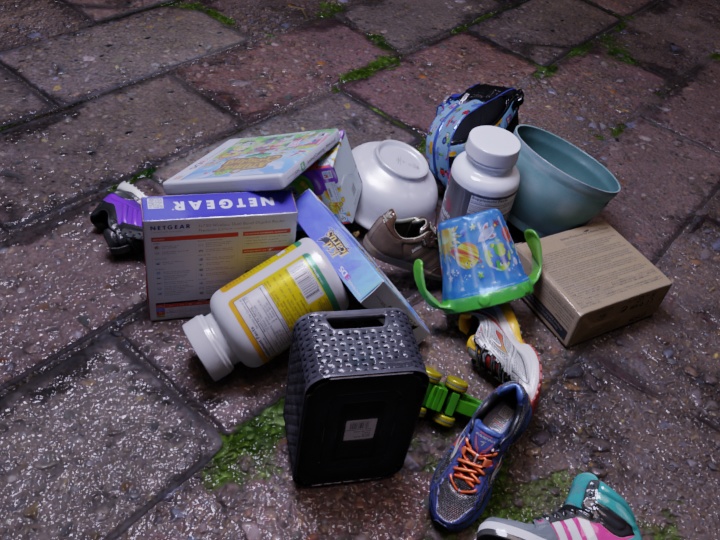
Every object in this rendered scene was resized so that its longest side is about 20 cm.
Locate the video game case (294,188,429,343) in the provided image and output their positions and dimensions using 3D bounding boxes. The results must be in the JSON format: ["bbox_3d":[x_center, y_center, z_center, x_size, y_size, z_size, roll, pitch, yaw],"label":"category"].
[{"bbox_3d":[0.000,0.000,1.017,0.045,0.181,0.200,-41,55,3],"label":"video game case"}]

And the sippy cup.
[{"bbox_3d":[0.171,-0.017,1.060,0.138,0.132,0.177,-14,1,38],"label":"sippy cup"}]

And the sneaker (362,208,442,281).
[{"bbox_3d":[0.100,-0.038,1.108,0.198,0.076,0.071,11,37,-37],"label":"sneaker"}]

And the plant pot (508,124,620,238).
[{"bbox_3d":[0.316,-0.136,1.237,0.198,0.135,0.201,22,29,-13],"label":"plant pot"}]

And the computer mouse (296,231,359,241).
[{"bbox_3d":[-0.057,-0.098,1.200,0.139,0.046,0.200,22,43,14],"label":"computer mouse"}]

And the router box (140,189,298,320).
[{"bbox_3d":[-0.190,-0.019,0.987,0.197,0.181,0.049,-4,44,-17],"label":"router box"}]

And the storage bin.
[{"bbox_3d":[-0.011,0.148,0.830,0.133,0.202,0.094,-2,44,-14],"label":"storage bin"}]

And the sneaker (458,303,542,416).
[{"bbox_3d":[0.190,0.124,1.004,0.081,0.079,0.201,-4,35,-11],"label":"sneaker"}]

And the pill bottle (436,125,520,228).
[{"bbox_3d":[0.191,-0.123,1.166,0.109,0.202,0.111,6,41,-5],"label":"pill bottle"}]

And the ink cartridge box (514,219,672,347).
[{"bbox_3d":[0.355,0.015,1.148,0.198,0.076,0.165,-15,47,-25],"label":"ink cartridge box"}]

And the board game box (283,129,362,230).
[{"bbox_3d":[-0.110,-0.130,1.123,0.197,0.104,0.106,-8,39,17],"label":"board game box"}]

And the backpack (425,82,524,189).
[{"bbox_3d":[0.188,-0.219,1.288,0.134,0.185,0.199,23,45,39],"label":"backpack"}]

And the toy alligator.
[{"bbox_3d":[0.120,0.169,0.952,0.198,0.060,0.054,21,5,-14],"label":"toy alligator"}]

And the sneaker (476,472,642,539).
[{"bbox_3d":[0.231,0.284,0.823,0.198,0.084,0.122,20,47,-3],"label":"sneaker"}]

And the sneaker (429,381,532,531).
[{"bbox_3d":[0.139,0.210,0.862,0.075,0.079,0.201,24,68,20],"label":"sneaker"}]

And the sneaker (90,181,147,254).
[{"bbox_3d":[-0.322,-0.050,1.082,0.199,0.070,0.099,29,52,24],"label":"sneaker"}]

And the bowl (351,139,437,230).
[{"bbox_3d":[0.053,-0.153,1.221,0.199,0.091,0.203,15,43,-15],"label":"bowl"}]

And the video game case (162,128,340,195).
[{"bbox_3d":[-0.152,-0.156,1.039,0.198,0.022,0.182,0,29,26],"label":"video game case"}]

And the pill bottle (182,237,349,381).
[{"bbox_3d":[-0.123,0.054,0.944,0.199,0.113,0.113,-33,54,-11],"label":"pill bottle"}]
